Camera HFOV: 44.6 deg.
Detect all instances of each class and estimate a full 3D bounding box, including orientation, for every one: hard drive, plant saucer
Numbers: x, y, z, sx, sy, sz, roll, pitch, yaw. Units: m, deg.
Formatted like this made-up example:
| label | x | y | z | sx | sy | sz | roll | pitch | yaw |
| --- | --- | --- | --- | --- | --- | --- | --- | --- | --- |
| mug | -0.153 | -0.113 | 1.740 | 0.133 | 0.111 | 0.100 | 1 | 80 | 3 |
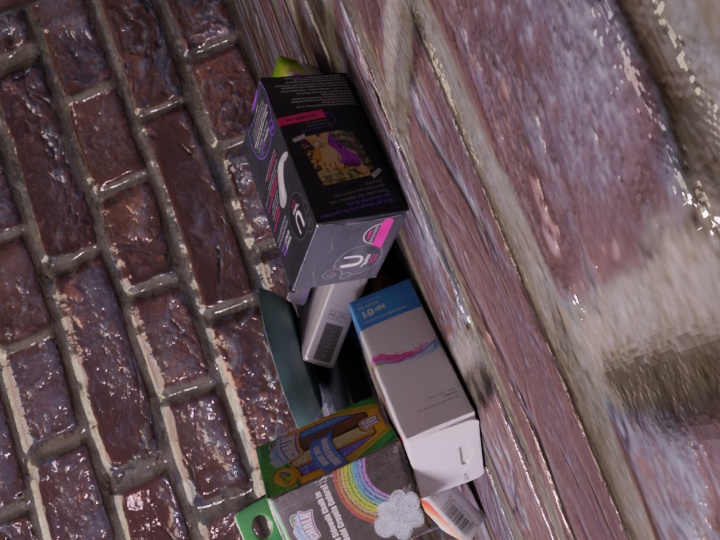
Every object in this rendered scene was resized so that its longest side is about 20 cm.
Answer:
| label | x | y | z | sx | sy | sz | roll | pitch | yaw |
| --- | --- | --- | --- | --- | --- | --- | --- | --- | --- |
| hard drive | -0.023 | 0.179 | 1.184 | 0.200 | 0.033 | 0.141 | 127 | 126 | -69 |
| plant saucer | -0.087 | 0.114 | 1.153 | 0.200 | 0.036 | 0.202 | 163 | 90 | -89 |

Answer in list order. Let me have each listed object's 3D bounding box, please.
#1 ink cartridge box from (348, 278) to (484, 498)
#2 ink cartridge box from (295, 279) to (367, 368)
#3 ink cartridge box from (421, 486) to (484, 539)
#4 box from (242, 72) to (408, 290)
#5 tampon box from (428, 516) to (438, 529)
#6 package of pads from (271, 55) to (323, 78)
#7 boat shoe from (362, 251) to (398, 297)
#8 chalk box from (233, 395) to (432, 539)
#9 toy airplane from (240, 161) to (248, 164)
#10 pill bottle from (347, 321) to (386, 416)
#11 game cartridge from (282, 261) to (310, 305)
| label | x | y | z | sx | sy | sz | roll | pitch | yaw |
| --- | --- | --- | --- | --- | --- | --- | --- | --- | --- |
| ink cartridge box | 0.064 | 0.136 | 1.011 | 0.145 | 0.084 | 0.201 | 74 | 172 | -49 |
| ink cartridge box | -0.029 | -0.006 | 1.110 | 0.174 | 0.043 | 0.201 | -107 | 36 | -67 |
| ink cartridge box | 0.063 | 0.288 | 1.223 | 0.162 | 0.050 | 0.200 | 48 | 160 | -16 |
| box | -0.044 | -0.099 | 0.944 | 0.123 | 0.105 | 0.201 | 116 | 139 | -52 |
| tampon box | 0.081 | 0.361 | 1.539 | 0.200 | 0.125 | 0.151 | 178 | 71 | -85 |
| package of pads | -0.088 | -0.186 | 1.157 | 0.200 | 0.068 | 0.156 | -117 | 41 | -65 |
| boat shoe | 0.007 | -0.031 | 1.158 | 0.068 | 0.071 | 0.201 | -64 | 35 | 39 |
| chalk box | -0.042 | 0.253 | 0.990 | 0.124 | 0.199 | 0.126 | -127 | 16 | -71 |
| toy airplane | -0.116 | -0.197 | 1.380 | 0.200 | 0.140 | 0.200 | -87 | -28 | -44 |
| pill bottle | 0.023 | 0.108 | 1.224 | 0.111 | 0.110 | 0.202 | -146 | 36 | -83 |
| game cartridge | -0.053 | -0.071 | 1.122 | 0.130 | 0.038 | 0.201 | -99 | 28 | -67 |
